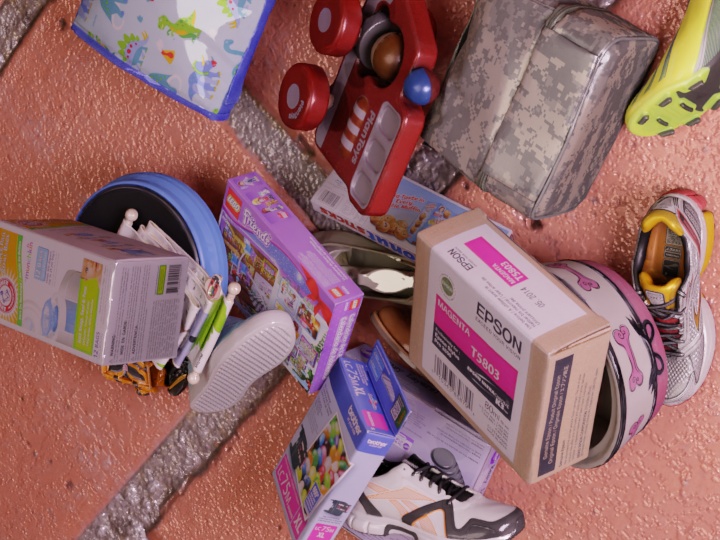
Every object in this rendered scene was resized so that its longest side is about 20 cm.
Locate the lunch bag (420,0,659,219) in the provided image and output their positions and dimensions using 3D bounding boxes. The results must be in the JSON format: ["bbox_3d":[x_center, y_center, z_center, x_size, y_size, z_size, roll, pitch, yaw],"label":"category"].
[{"bbox_3d":[0.154,-0.170,1.447,0.168,0.139,0.200,32,114,22],"label":"lunch bag"}]

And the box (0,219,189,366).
[{"bbox_3d":[-0.286,0.018,1.640,0.200,0.101,0.113,18,104,39],"label":"box"}]

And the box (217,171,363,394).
[{"bbox_3d":[-0.081,0.012,1.642,0.200,0.039,0.137,49,141,29],"label":"box"}]

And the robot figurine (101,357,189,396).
[{"bbox_3d":[-0.249,0.049,1.790,0.145,0.058,0.200,12,107,30],"label":"robot figurine"}]

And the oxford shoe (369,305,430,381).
[{"bbox_3d":[0.098,0.090,1.593,0.200,0.071,0.071,37,99,13],"label":"oxford shoe"}]

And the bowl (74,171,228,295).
[{"bbox_3d":[-0.235,-0.006,1.713,0.201,0.039,0.201,7,103,31],"label":"bowl"}]

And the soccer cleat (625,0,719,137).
[{"bbox_3d":[0.304,-0.201,1.407,0.200,0.065,0.084,-51,44,34],"label":"soccer cleat"}]

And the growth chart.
[{"bbox_3d":[-0.210,0.030,1.654,0.200,0.018,0.145,36,114,34],"label":"growth chart"}]

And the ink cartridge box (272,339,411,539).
[{"bbox_3d":[-0.023,0.177,1.601,0.200,0.042,0.119,-58,31,25],"label":"ink cartridge box"}]

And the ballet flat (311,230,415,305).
[{"bbox_3d":[0.000,0.000,1.624,0.200,0.069,0.070,8,105,30],"label":"ballet flat"}]

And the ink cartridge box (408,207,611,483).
[{"bbox_3d":[0.129,0.067,1.439,0.200,0.075,0.165,45,146,40],"label":"ink cartridge box"}]

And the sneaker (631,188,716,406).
[{"bbox_3d":[0.278,0.028,1.451,0.078,0.082,0.200,3,103,31],"label":"sneaker"}]

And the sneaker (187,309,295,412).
[{"bbox_3d":[-0.135,0.075,1.654,0.200,0.074,0.082,-42,52,46],"label":"sneaker"}]

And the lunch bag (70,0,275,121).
[{"bbox_3d":[-0.177,-0.274,1.633,0.200,0.127,0.170,39,118,29],"label":"lunch bag"}]

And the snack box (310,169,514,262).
[{"bbox_3d":[0.051,-0.051,1.581,0.200,0.072,0.024,28,159,23],"label":"snack box"}]

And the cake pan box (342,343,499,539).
[{"bbox_3d":[0.035,0.200,1.658,0.200,0.052,0.184,30,113,22],"label":"cake pan box"}]

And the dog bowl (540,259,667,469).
[{"bbox_3d":[0.204,0.079,1.472,0.200,0.074,0.200,42,143,42],"label":"dog bowl"}]

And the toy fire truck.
[{"bbox_3d":[0.018,-0.172,1.507,0.168,0.112,0.200,54,128,45],"label":"toy fire truck"}]

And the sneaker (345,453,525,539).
[{"bbox_3d":[0.069,0.228,1.573,0.200,0.074,0.080,5,102,29],"label":"sneaker"}]
